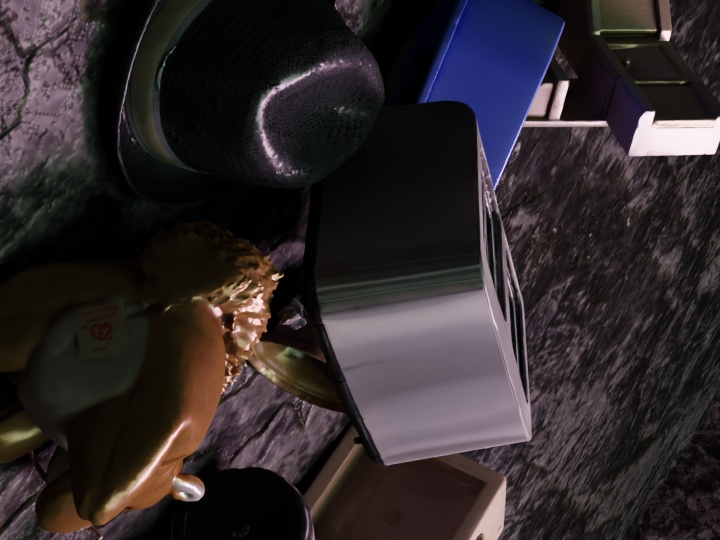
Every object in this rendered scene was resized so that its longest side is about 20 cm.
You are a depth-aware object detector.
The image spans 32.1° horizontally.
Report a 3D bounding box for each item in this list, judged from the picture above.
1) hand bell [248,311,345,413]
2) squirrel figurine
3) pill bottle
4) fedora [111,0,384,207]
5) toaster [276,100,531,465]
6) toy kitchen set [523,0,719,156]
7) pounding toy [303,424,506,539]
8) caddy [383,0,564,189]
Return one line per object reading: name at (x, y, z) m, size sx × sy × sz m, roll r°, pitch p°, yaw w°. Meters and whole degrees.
hand bell at (0.000, 0.000, 0.975) m, size 0.200 × 0.104 × 0.104 m, roll -63°, pitch 159°, yaw -24°
squirrel figurine at (-0.121, 0.068, 0.731) m, size 0.200 × 0.141 × 0.187 m, roll -47°, pitch 159°, yaw -23°
pill bottle at (-0.088, 0.256, 1.025) m, size 0.112 × 0.112 × 0.200 m, roll -46°, pitch 153°, yaw -30°
fedora at (-0.049, -0.104, 0.727) m, size 0.201 × 0.092 × 0.201 m, roll -44°, pitch 152°, yaw -32°
toaster at (0.036, 0.013, 0.809) m, size 0.200 × 0.118 × 0.181 m, roll -86°, pitch 161°, yaw -46°
toy kitchen set at (0.203, -0.219, 1.038) m, size 0.163 × 0.200 × 0.181 m, roll -3°, pitch 130°, yaw -13°
pounding toy at (0.045, 0.275, 1.177) m, size 0.184 × 0.200 × 0.142 m, roll -53°, pitch 156°, yaw -30°
caddy at (0.072, -0.131, 0.930) m, size 0.141 × 0.105 × 0.200 m, roll -58°, pitch 170°, yaw -75°
